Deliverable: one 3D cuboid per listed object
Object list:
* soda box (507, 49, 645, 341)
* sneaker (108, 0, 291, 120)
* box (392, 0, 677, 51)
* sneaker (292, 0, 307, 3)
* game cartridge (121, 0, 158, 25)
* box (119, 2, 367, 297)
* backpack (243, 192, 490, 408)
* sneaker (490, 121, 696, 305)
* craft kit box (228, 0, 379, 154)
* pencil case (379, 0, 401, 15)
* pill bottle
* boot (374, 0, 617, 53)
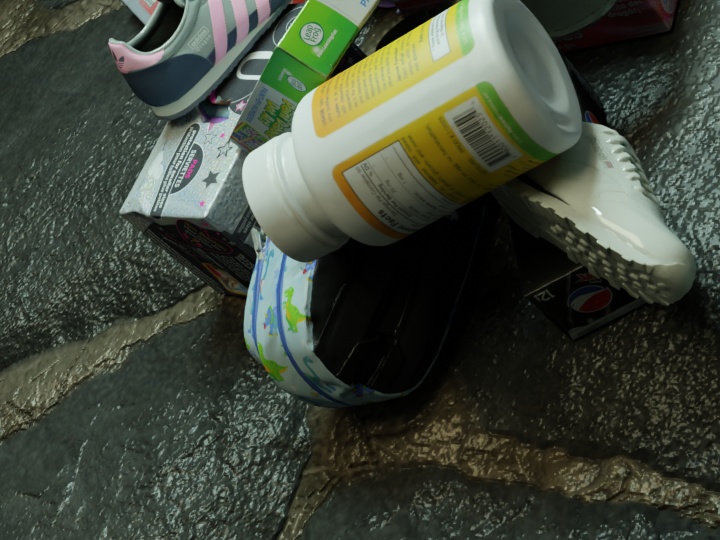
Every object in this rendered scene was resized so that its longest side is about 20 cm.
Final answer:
[{"bbox_3d":[0.141,-0.054,1.200,0.071,0.063,0.200,-29,43,23],"label":"soda box"},{"bbox_3d":[-0.111,-0.214,1.341,0.070,0.082,0.200,20,69,51],"label":"sneaker"},{"bbox_3d":[0.138,-0.231,1.319,0.200,0.095,0.103,-6,55,40],"label":"box"},{"bbox_3d":[-0.077,-0.249,1.521,0.201,0.108,0.067,-52,39,-3],"label":"sneaker"},{"bbox_3d":[-0.150,-0.271,1.664,0.133,0.041,0.200,-44,40,0],"label":"game cartridge"},{"bbox_3d":[-0.074,-0.094,1.375,0.115,0.132,0.200,4,62,46],"label":"box"},{"bbox_3d":[0.000,0.000,1.231,0.154,0.163,0.200,-23,52,40],"label":"backpack"},{"bbox_3d":[0.149,-0.049,1.088,0.080,0.076,0.200,-42,41,-6],"label":"sneaker"},{"bbox_3d":[-0.011,-0.186,1.227,0.198,0.048,0.200,-61,5,-19],"label":"craft kit box"},{"bbox_3d":[0.037,-0.323,1.492,0.086,0.084,0.200,133,160,-68],"label":"pencil case"},{"bbox_3d":[0.028,-0.084,1.093,0.200,0.111,0.111,-28,44,25],"label":"pill bottle"},{"bbox_3d":[0.091,-0.164,1.274,0.200,0.174,0.069,-22,82,2],"label":"boot"}]
